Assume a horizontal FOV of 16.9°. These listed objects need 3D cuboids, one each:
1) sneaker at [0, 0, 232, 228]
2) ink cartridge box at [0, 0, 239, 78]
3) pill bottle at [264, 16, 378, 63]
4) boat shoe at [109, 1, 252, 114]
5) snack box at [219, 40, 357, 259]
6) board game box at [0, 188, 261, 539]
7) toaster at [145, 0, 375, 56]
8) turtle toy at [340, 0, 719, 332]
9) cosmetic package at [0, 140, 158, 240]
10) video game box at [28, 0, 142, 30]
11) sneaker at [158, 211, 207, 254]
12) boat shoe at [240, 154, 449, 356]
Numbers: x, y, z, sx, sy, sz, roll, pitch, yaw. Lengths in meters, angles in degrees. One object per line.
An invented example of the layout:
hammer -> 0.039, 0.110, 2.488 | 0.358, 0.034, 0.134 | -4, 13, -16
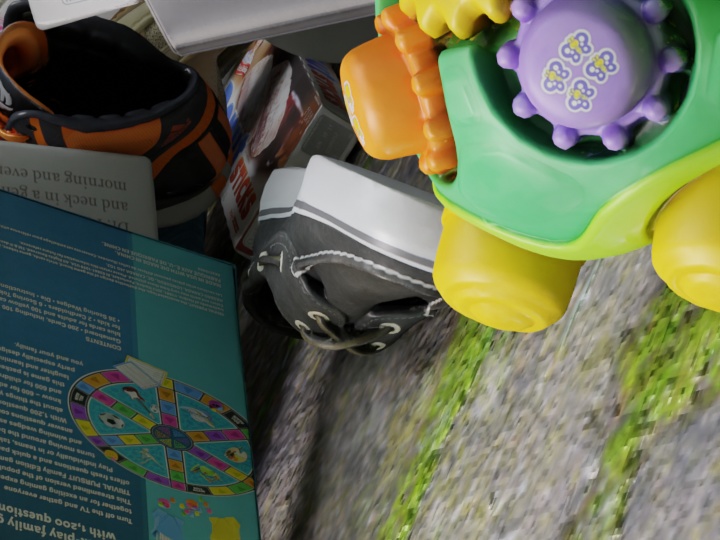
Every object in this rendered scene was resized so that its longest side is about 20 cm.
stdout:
sneaker -> -0.153, -0.063, 0.966 | 0.112, 0.198, 0.078 | 80, -176, -67
ink cartridge box -> -0.145, -0.085, 1.219 | 0.201, 0.084, 0.145 | -53, -6, -17
pill bottle -> 0.004, -0.185, 0.995 | 0.110, 0.109, 0.201 | -47, 21, 43
boat shoe -> -0.087, -0.085, 1.075 | 0.200, 0.065, 0.072 | -51, 3, -15
snack box -> -0.038, -0.063, 1.085 | 0.072, 0.024, 0.200 | -59, 16, 11
board game box -> -0.109, 0.063, 0.787 | 0.047, 0.150, 0.201 | -52, 32, 36
toaster -> -0.031, -0.191, 0.817 | 0.118, 0.201, 0.182 | -13, 50, 11
turtle toy -> 0.070, -0.070, 0.571 | 0.199, 0.101, 0.147 | -6, 61, 49
cosmetic package -> -0.174, 0.070, 0.916 | 0.165, 0.164, 0.202 | -38, 52, 53
video game box -> -0.100, -0.196, 0.908 | 0.046, 0.184, 0.200 | -14, 12, 12
sneaker -> -0.104, 0.019, 1.097 | 0.081, 0.076, 0.201 | 100, 180, -52
boat shoe -> 0.000, 0.000, 0.795 | 0.200, 0.068, 0.057 | -173, 102, -80
